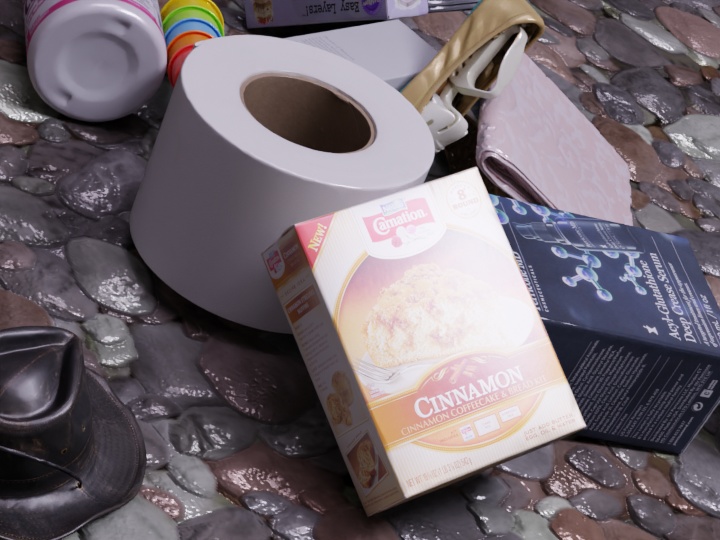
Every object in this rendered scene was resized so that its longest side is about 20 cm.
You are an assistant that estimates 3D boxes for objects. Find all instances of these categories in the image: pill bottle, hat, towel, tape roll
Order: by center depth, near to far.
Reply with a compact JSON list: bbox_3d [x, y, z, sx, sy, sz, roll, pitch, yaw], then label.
[{"bbox_3d":[-0.221,0.082,1.404,0.200,0.081,0.201,16,31,-10],"label":"hat"},{"bbox_3d":[-0.060,-0.066,1.644,0.202,0.139,0.203,16,32,-10],"label":"tape roll"},{"bbox_3d":[-0.227,-0.222,1.826,0.113,0.113,0.200,11,33,-19],"label":"pill bottle"},{"bbox_3d":[0.168,-0.093,1.888,0.191,0.032,0.200,44,27,-23],"label":"towel"}]

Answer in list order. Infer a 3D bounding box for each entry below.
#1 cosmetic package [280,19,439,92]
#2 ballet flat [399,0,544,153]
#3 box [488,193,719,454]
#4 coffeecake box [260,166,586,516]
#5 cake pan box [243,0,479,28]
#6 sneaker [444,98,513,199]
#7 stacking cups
[{"bbox_3d":[-0.025,-0.136,1.831,0.081,0.113,0.200,41,34,26],"label":"cosmetic package"},{"bbox_3d":[0.078,-0.149,1.813,0.063,0.200,0.069,36,-3,34],"label":"ballet flat"},{"bbox_3d":[0.169,0.041,1.679,0.200,0.107,0.149,11,37,-24],"label":"box"},{"bbox_3d":[0.043,0.048,1.514,0.153,0.073,0.200,-19,81,-27],"label":"coffeecake box"},{"bbox_3d":[0.023,-0.256,2.004,0.200,0.052,0.184,2,12,44],"label":"cake pan box"},{"bbox_3d":[0.121,-0.108,1.922,0.090,0.067,0.200,6,36,-26],"label":"sneaker"},{"bbox_3d":[-0.138,-0.177,1.827,0.060,0.061,0.200,15,20,-13],"label":"stacking cups"}]
